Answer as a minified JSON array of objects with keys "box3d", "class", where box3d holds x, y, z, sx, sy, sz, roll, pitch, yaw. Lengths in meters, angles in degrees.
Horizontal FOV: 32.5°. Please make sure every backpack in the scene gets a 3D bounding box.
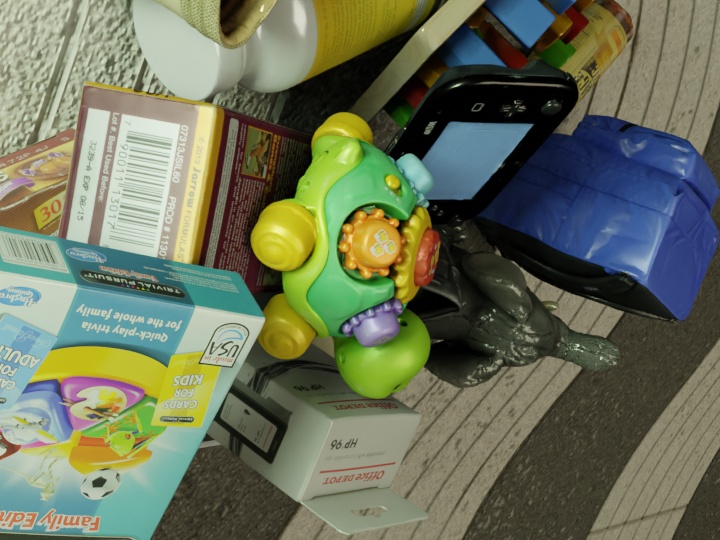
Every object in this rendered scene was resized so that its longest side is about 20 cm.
[{"box3d":[0.223,-0.056,1.164,0.162,0.200,0.168,40,73,-54],"class":"backpack"}]

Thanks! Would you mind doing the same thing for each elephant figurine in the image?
[{"box3d":[0.106,0.036,1.076,0.155,0.200,0.142,-40,143,-26],"class":"elephant figurine"}]

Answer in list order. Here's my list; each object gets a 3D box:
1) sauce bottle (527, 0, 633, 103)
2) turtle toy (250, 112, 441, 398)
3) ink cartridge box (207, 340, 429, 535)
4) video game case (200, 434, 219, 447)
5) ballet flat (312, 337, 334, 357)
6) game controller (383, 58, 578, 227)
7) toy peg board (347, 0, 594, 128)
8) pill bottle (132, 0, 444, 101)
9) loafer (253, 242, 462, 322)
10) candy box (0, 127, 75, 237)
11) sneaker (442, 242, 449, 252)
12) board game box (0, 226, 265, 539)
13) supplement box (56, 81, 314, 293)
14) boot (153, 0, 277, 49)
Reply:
[{"box3d":[0.169,-0.166,1.127,0.200,0.066,0.066,-49,146,-13],"class":"sauce bottle"},{"box3d":[0.000,0.000,0.817,0.146,0.101,0.200,-62,159,-47],"class":"turtle toy"},{"box3d":[-0.040,0.107,0.902,0.116,0.200,0.068,5,112,-55],"class":"ink cartridge box"},{"box3d":[-0.116,0.059,0.968,0.200,0.023,0.182,-1,116,-53],"class":"video game case"},{"box3d":[-0.003,0.100,1.108,0.069,0.069,0.200,-37,140,-30],"class":"ballet flat"},{"box3d":[0.068,-0.081,0.855,0.104,0.042,0.200,-10,159,-24],"class":"game controller"},{"box3d":[0.109,-0.171,0.918,0.200,0.098,0.199,-47,-175,-18],"class":"toy peg board"},{"box3d":[-0.042,-0.181,0.793,0.200,0.112,0.112,-32,138,-35],"class":"pill bottle"},{"box3d":[-0.020,0.016,0.917,0.200,0.070,0.068,-6,133,-16],"class":"loafer"},{"box3d":[-0.207,0.022,0.790,0.117,0.056,0.200,-30,136,-35],"class":"candy box"},{"box3d":[-0.022,-0.042,0.975,0.200,0.085,0.077,23,123,-36],"class":"sneaker"},{"box3d":[-0.161,0.082,0.654,0.151,0.047,0.200,12,117,-36],"class":"board game box"},{"box3d":[-0.100,-0.046,0.773,0.200,0.085,0.111,-2,103,-75],"class":"supplement box"},{"box3d":[-0.084,-0.232,0.658,0.073,0.155,0.200,4,112,-54],"class":"boot"}]
